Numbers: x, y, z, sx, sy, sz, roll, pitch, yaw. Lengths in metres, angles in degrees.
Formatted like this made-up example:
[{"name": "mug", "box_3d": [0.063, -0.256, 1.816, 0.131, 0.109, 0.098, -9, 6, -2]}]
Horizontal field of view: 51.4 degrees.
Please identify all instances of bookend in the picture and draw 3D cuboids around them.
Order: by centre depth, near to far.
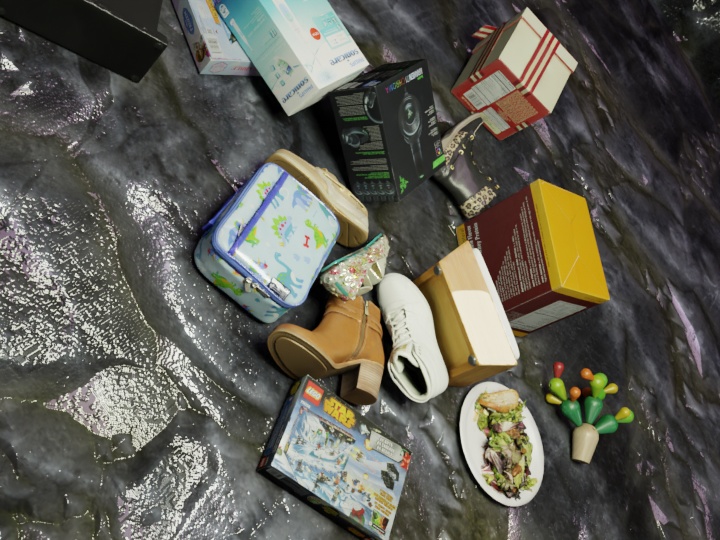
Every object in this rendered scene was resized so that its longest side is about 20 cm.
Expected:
[{"name": "bookend", "box_3d": [-0.356, -0.394, 1.002, 0.198, 0.092, 0.202, 22, 53, -35]}]

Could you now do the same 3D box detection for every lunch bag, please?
[{"name": "lunch bag", "box_3d": [-0.126, -0.042, 1.031, 0.161, 0.082, 0.201, 42, 45, -13]}]

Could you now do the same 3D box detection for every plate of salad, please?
[{"name": "plate of salad", "box_3d": [0.239, 0.276, 1.212, 0.199, 0.048, 0.202, 22, 55, -34]}]

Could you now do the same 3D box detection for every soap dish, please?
[{"name": "soap dish", "box_3d": [0.151, 0.077, 1.172, 0.081, 0.157, 0.201, -14, 76, -28]}]

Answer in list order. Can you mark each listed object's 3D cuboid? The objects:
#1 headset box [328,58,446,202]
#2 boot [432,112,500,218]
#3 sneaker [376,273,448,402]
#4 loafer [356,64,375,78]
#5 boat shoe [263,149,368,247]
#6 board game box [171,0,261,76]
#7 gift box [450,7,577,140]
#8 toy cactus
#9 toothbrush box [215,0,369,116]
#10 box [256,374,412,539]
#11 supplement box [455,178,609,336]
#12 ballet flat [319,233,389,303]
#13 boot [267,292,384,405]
[{"name": "headset box", "box_3d": [0.051, -0.224, 1.234, 0.174, 0.092, 0.202, -39, 124, -47]}, {"name": "boot", "box_3d": [0.206, -0.202, 1.423, 0.151, 0.073, 0.200, 51, 48, -7]}, {"name": "sneaker", "box_3d": [0.070, 0.097, 1.111, 0.201, 0.073, 0.115, 66, 16, 6]}, {"name": "loafer", "box_3d": [0.048, -0.316, 1.348, 0.200, 0.072, 0.063, 37, 43, -17]}, {"name": "boat shoe", "box_3d": [-0.064, -0.118, 1.140, 0.200, 0.073, 0.070, 42, 40, -27]}, {"name": "board game box", "box_3d": [-0.198, -0.405, 1.189, 0.199, 0.041, 0.201, -11, 76, -45]}, {"name": "gift box", "box_3d": [0.308, -0.411, 1.559, 0.184, 0.199, 0.187, 43, 61, -21]}, {"name": "toy cactus", "box_3d": [0.407, 0.263, 1.360, 0.199, 0.102, 0.166, 29, 69, -31]}, {"name": "toothbrush box", "box_3d": [-0.103, -0.363, 1.162, 0.201, 0.085, 0.146, 57, 43, -5]}, {"name": "box", "box_3d": [-0.028, 0.251, 0.988, 0.200, 0.040, 0.138, 40, 48, -19]}, {"name": "supplement box", "box_3d": [0.294, -0.015, 1.310, 0.132, 0.200, 0.199, 14, 59, -36]}, {"name": "ballet flat", "box_3d": [0.000, 0.000, 1.113, 0.064, 0.075, 0.200, 55, 30, 0]}, {"name": "boot", "box_3d": [-0.044, 0.083, 1.045, 0.200, 0.073, 0.156, 38, 42, -35]}]
